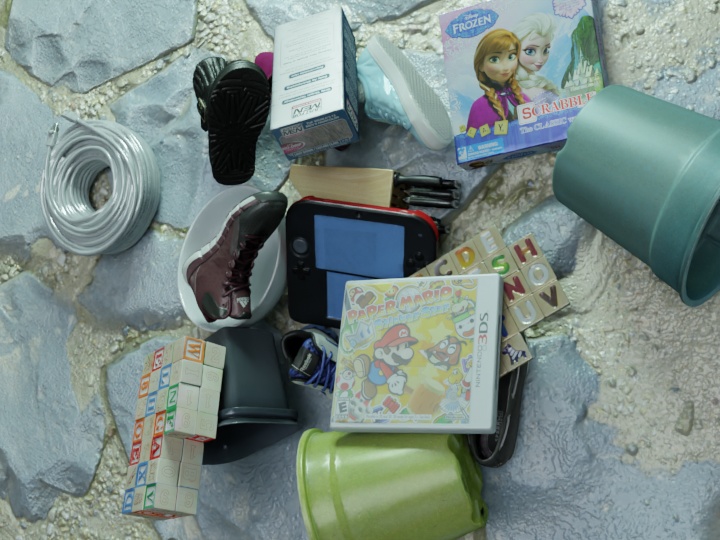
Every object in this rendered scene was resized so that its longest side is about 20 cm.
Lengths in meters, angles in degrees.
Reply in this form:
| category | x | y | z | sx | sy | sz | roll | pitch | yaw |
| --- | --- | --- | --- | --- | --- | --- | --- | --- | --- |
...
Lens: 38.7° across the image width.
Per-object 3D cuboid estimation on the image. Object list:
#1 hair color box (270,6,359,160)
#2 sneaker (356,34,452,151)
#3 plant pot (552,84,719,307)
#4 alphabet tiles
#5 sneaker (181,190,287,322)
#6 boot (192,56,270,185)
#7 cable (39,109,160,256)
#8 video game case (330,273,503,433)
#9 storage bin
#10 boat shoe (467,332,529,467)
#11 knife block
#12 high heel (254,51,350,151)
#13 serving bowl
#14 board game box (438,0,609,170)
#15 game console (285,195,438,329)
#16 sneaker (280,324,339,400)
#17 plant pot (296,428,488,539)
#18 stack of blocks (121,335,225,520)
| category | x | y | z | sx | sy | sz | roll | pitch | yaw |
| --- | --- | --- | --- | --- | --- | --- | --- | --- | --- |
| hair color box | -0.058 | -0.241 | 1.310 | 0.098 | 0.061 | 0.202 | -14 | 49 | 14 |
| sneaker | 0.050 | -0.211 | 1.324 | 0.082 | 0.073 | 0.201 | -49 | 49 | 29 |
| plant pot | 0.329 | -0.098 | 1.123 | 0.195 | 0.199 | 0.202 | 36 | 99 | 32 |
| alphabet tiles | 0.137 | 0.047 | 1.198 | 0.198 | 0.008 | 0.169 | -31 | 62 | 12 |
| sneaker | -0.143 | -0.003 | 1.293 | 0.200 | 0.075 | 0.117 | -43 | 57 | 35 |
| boot | -0.176 | -0.236 | 1.359 | 0.212 | 0.078 | 0.160 | 112 | 152 | -51 |
| cable | -0.390 | -0.122 | 1.525 | 0.198 | 0.069 | 0.203 | 18 | 92 | 25 |
| video game case | 0.065 | 0.096 | 1.192 | 0.197 | 0.023 | 0.185 | -3 | 68 | 24 |
| storage bin | -0.171 | 0.164 | 1.349 | 0.199 | 0.144 | 0.136 | -31 | 60 | 45 |
| boat shoe | 0.164 | 0.136 | 1.238 | 0.066 | 0.057 | 0.204 | 0 | 84 | 27 |
| knife block | 0.025 | -0.105 | 1.329 | 0.175 | 0.064 | 0.201 | -41 | 69 | 15 |
| high heel | -0.093 | -0.240 | 1.382 | 0.200 | 0.096 | 0.068 | 43 | 102 | 23 |
| serving bowl | -0.160 | -0.009 | 1.392 | 0.198 | 0.065 | 0.204 | -13 | 68 | 36 |
| board game box | 0.204 | -0.245 | 1.272 | 0.197 | 0.041 | 0.203 | -11 | 79 | 24 |
| game console | 0.000 | 0.000 | 1.290 | 0.197 | 0.031 | 0.180 | 9 | 114 | 16 |
| sneaker | -0.032 | 0.136 | 1.299 | 0.198 | 0.115 | 0.081 | 33 | 99 | 25 |
| plant pot | 0.047 | 0.262 | 1.214 | 0.182 | 0.200 | 0.203 | -18 | 76 | 13 |
| stack of blocks | -0.227 | 0.194 | 1.250 | 0.115 | 0.058 | 0.203 | -24 | 55 | 49 |
